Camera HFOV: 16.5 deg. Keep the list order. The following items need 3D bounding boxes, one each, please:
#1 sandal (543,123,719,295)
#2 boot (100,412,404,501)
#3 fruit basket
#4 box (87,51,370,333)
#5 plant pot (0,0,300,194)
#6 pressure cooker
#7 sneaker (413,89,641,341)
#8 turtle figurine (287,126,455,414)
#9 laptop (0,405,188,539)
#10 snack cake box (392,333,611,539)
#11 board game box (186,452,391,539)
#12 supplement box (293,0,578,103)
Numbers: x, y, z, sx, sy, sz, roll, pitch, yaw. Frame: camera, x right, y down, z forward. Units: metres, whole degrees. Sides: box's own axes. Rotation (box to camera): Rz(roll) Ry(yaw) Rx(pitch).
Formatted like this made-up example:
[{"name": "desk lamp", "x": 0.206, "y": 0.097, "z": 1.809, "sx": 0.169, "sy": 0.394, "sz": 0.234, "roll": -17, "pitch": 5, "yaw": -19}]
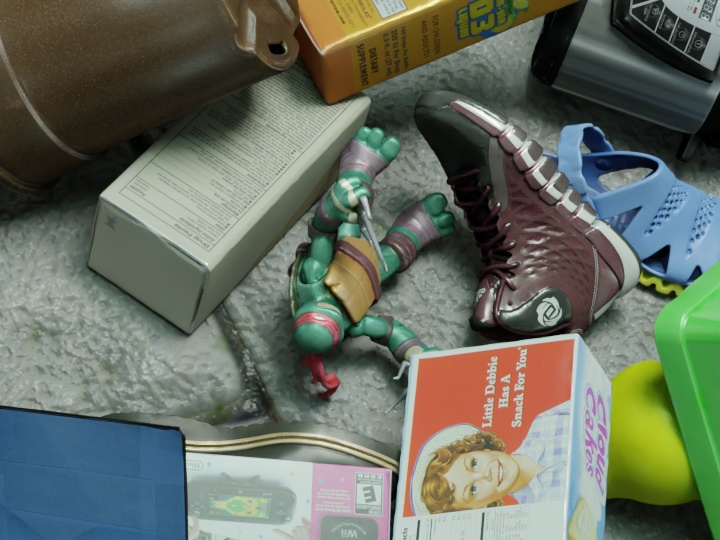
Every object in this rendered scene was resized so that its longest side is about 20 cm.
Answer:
[{"name": "sandal", "x": 0.198, "y": -0.045, "z": 1.741, "sx": 0.200, "sy": 0.087, "sz": 0.080, "roll": 17, "pitch": 49, "yaw": -4}, {"name": "boot", "x": -0.073, "y": 0.167, "z": 1.523, "sx": 0.200, "sy": 0.078, "sz": 0.139, "roll": 2, "pitch": 58, "yaw": 0}, {"name": "fruit basket", "x": 0.235, "y": 0.096, "z": 1.608, "sx": 0.216, "sy": 0.216, "sz": 0.155, "roll": 41, "pitch": 47, "yaw": 16}, {"name": "box", "x": -0.088, "y": -0.061, "z": 1.679, "sx": 0.095, "sy": 0.078, "sz": 0.200, "roll": 35, "pitch": 53, "yaw": 12}, {"name": "plant pot", "x": -0.157, "y": -0.171, "z": 1.616, "sx": 0.198, "sy": 0.200, "sz": 0.200, "roll": -16, "pitch": 50, "yaw": 19}, {"name": "pressure cooker", "x": 0.241, "y": -0.191, "z": 1.806, "sx": 0.200, "sy": 0.176, "sz": 0.179, "roll": 20, "pitch": 50, "yaw": -1}, {"name": "sneaker", "x": 0.091, "y": -0.022, "z": 1.671, "sx": 0.200, "sy": 0.076, "sz": 0.116, "roll": 42, "pitch": 72, "yaw": -11}, {"name": "turtle figurine", "x": 0.000, "y": 0.000, "z": 1.633, "sx": 0.101, "sy": 0.150, "sz": 0.200, "roll": -10, "pitch": 33, "yaw": 23}, {"name": "laptop", "x": -0.199, "y": 0.189, "z": 1.383, "sx": 0.187, "sy": 0.116, "sz": 0.200, "roll": 4, "pitch": 43, "yaw": 35}, {"name": "snack cake box", "x": 0.085, "y": 0.144, "z": 1.513, "sx": 0.115, "sy": 0.067, "sz": 0.200, "roll": -9, "pitch": 54, "yaw": 23}, {"name": "board game box", "x": -0.059, "y": 0.213, "z": 1.449, "sx": 0.147, "sy": 0.064, "sz": 0.200, "roll": 5, "pitch": 74, "yaw": -11}, {"name": "supplement box", "x": 0.052, "y": -0.190, "z": 1.689, "sx": 0.200, "sy": 0.067, "sz": 0.069, "roll": -25, "pitch": 61, "yaw": -9}]
